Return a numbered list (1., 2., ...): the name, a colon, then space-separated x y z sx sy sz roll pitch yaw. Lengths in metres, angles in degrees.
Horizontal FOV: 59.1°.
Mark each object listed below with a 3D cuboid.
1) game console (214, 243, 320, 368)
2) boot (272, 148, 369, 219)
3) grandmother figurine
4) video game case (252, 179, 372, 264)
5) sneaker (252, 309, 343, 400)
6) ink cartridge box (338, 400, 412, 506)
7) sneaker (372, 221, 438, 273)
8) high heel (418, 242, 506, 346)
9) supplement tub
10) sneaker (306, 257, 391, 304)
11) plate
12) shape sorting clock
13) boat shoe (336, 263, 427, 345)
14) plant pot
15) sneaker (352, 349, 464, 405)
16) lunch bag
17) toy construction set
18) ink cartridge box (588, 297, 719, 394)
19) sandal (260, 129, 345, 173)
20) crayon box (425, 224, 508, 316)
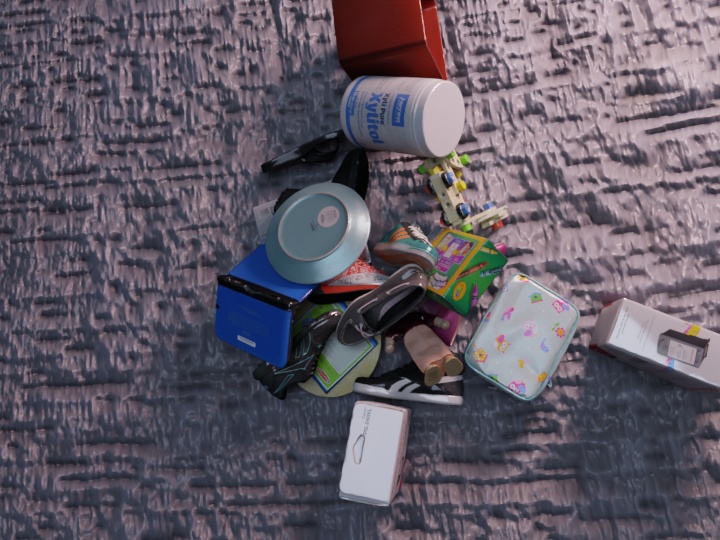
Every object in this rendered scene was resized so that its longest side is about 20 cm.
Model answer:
1. game console: -0.157 0.057 1.149 0.198 0.117 0.174 17 106 38
2. boot: -0.073 -0.140 1.197 0.160 0.074 0.201 -1 63 20
3. grandmother figurine: 0.095 0.113 1.109 0.119 0.061 0.201 -13 38 -14
4. video game case: -0.095 -0.067 1.234 0.197 0.024 0.185 -18 77 4
5. sneaker: -0.099 0.149 1.138 0.199 0.075 0.080 -40 86 9
6. ink cartridge box: 0.031 0.296 1.053 0.082 0.200 0.148 9 80 10
7. sneaker: 0.088 -0.049 1.123 0.071 0.199 0.080 40 81 -21
8. high heel: 0.201 0.042 1.141 0.199 0.067 0.096 -39 66 5
9. supplement tub: 0.072 -0.278 1.140 0.198 0.131 0.134 17 81 41
10. sneaker: -0.001 0.000 1.146 0.198 0.067 0.110 -3 64 15
11. plate: -0.079 -0.073 1.109 0.197 0.026 0.203 -9 61 16
12. shape sorting clock: -0.056 0.132 1.180 0.196 0.039 0.204 -3 78 12
13. boat shoe: 0.032 0.068 1.067 0.067 0.057 0.200 38 111 -26
14. plant pot: 0.053 -0.448 1.208 0.173 0.199 0.204 -10 78 18
15. sneaker: 0.088 0.176 1.137 0.196 0.073 0.114 7 76 -3
16. lunch bag: 0.283 0.123 1.114 0.159 0.077 0.202 31 85 11
17. toy construction set: 0.181 -0.146 1.168 0.092 0.131 0.201 -42 81 31
18. ink cartridge box: 0.496 0.126 1.046 0.197 0.148 0.087 21 84 10
19. sandal: -0.099 -0.227 1.249 0.198 0.075 0.049 -22 102 11
20. crayon box: 0.153 -0.005 1.097 0.058 0.200 0.119 40 87 -21
